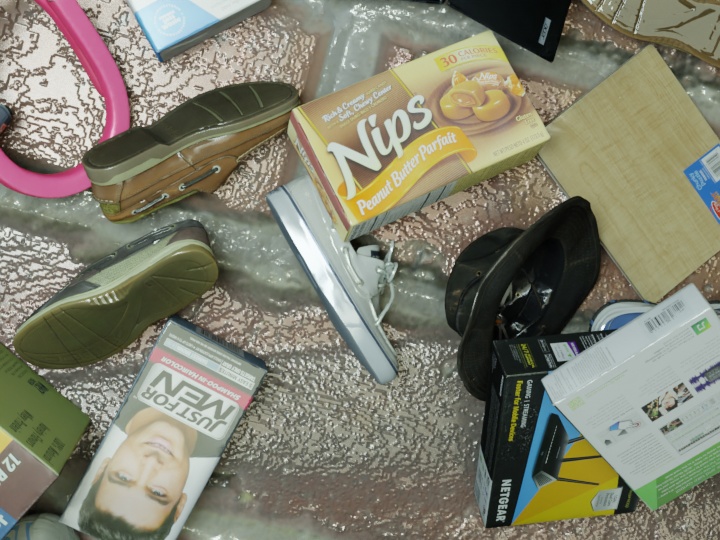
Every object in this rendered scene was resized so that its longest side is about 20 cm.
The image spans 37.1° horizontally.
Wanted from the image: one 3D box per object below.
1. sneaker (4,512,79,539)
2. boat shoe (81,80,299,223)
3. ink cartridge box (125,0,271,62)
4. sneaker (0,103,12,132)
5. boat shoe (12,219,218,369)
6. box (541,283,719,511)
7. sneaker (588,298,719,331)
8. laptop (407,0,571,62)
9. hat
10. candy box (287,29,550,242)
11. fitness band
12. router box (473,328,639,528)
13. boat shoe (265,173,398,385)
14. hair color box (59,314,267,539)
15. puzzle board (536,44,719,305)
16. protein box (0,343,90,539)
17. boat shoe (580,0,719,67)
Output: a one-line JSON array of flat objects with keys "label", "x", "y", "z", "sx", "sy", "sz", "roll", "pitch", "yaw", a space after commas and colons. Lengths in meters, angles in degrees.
[{"label": "sneaker", "x": -0.257, "y": 0.304, "z": 0.960, "sx": 0.072, "sy": 0.072, "sz": 0.200, "roll": -19, "pitch": 105, "yaw": 29}, {"label": "boat shoe", "x": -0.143, "y": -0.106, "z": 0.945, "sx": 0.200, "sy": 0.072, "sz": 0.068, "roll": -23, "pitch": 128, "yaw": -14}, {"label": "ink cartridge box", "x": -0.172, "y": -0.298, "z": 0.921, "sx": 0.116, "sy": 0.068, "sz": 0.200, "roll": -29, "pitch": 97, "yaw": -5}, {"label": "sneaker", "x": -0.338, "y": -0.104, "z": 0.913, "sx": 0.084, "sy": 0.075, "sz": 0.200, "roll": -5, "pitch": 100, "yaw": -16}, {"label": "boat shoe", "x": -0.213, "y": 0.020, "z": 0.941, "sx": 0.201, "sy": 0.066, "sz": 0.072, "roll": -28, "pitch": 128, "yaw": 14}, {"label": "box", "x": 0.259, "y": 0.112, "z": 0.894, "sx": 0.144, "sy": 0.036, "sz": 0.200, "roll": -34, "pitch": 127, "yaw": 13}, {"label": "sneaker", "x": 0.318, "y": 0.072, "z": 0.997, "sx": 0.200, "sy": 0.077, "sz": 0.076, "roll": -2, "pitch": 113, "yaw": -3}, {"label": "laptop", "x": 0.088, "y": -0.298, "z": 0.953, "sx": 0.200, "sy": 0.103, "sz": 0.177, "roll": 13, "pitch": 80, "yaw": 26}, {"label": "hat", "x": 0.130, "y": 0.013, "z": 0.968, "sx": 0.081, "sy": 0.201, "sz": 0.201, "roll": 31, "pitch": 90, "yaw": 36}, {"label": "candy box", "x": 0.050, "y": -0.119, "z": 0.941, "sx": 0.200, "sy": 0.055, "sz": 0.115, "roll": -24, "pitch": 79, "yaw": -13}, {"label": "fitness band", "x": -0.276, "y": -0.154, "z": 0.892, "sx": 0.144, "sy": 0.037, "sz": 0.200, "roll": -44, "pitch": 125, "yaw": -23}, {"label": "router box", "x": 0.185, "y": 0.142, "z": 0.956, "sx": 0.149, "sy": 0.051, "sz": 0.200, "roll": -5, "pitch": 129, "yaw": -7}, {"label": "boat shoe", "x": -0.001, "y": 0.000, "z": 0.967, "sx": 0.086, "sy": 0.075, "sz": 0.202, "roll": -30, "pitch": 87, "yaw": -8}, {"label": "hair color box", "x": -0.174, "y": 0.150, "z": 0.956, "sx": 0.099, "sy": 0.061, "sz": 0.200, "roll": 29, "pitch": 91, "yaw": -8}, {"label": "puzzle board", "x": 0.273, "y": -0.089, "z": 1.019, "sx": 0.151, "sy": 0.017, "sz": 0.200, "roll": -38, "pitch": 98, "yaw": -4}, {"label": "protein box", "x": -0.348, "y": 0.126, "z": 0.862, "sx": 0.200, "sy": 0.199, "sz": 0.135, "roll": 42, "pitch": 88, "yaw": -8}, {"label": "boat shoe", "x": 0.279, "y": -0.242, "z": 0.993, "sx": 0.200, "sy": 0.063, "sz": 0.073, "roll": 28, "pitch": 105, "yaw": -5}]
